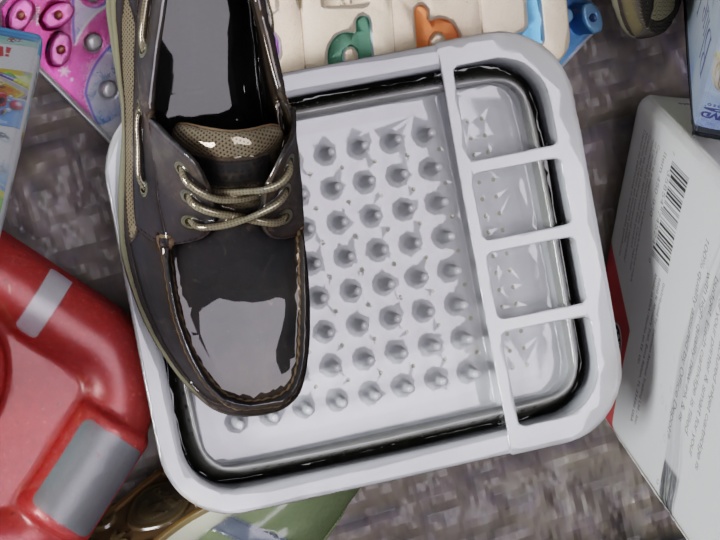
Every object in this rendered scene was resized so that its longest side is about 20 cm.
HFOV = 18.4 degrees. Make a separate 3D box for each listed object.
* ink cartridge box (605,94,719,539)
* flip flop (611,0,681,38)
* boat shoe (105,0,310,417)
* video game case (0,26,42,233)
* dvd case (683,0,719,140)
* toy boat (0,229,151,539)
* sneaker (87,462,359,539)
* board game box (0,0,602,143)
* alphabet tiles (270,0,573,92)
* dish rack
[{"bbox_3d":[0.171,0.030,0.923,0.082,0.200,0.148,3,114,-15],"label":"ink cartridge box"},{"bbox_3d":[0.080,-0.190,0.963,0.057,0.081,0.201,-29,93,33],"label":"flip flop"},{"bbox_3d":[-0.059,-0.041,0.853,0.074,0.073,0.202,-13,92,-11],"label":"boat shoe"},{"bbox_3d":[-0.208,-0.028,0.850,0.142,0.018,0.201,10,51,-5],"label":"video game case"},{"bbox_3d":[0.162,-0.174,0.903,0.017,0.143,0.201,9,128,-2],"label":"dvd case"},{"bbox_3d":[-0.175,0.041,0.884,0.199,0.131,0.131,33,87,-13],"label":"toy boat"},{"bbox_3d":[-0.059,0.130,0.967,0.199,0.067,0.090,-34,121,-16],"label":"sneaker"},{"bbox_3d":[-0.022,-0.109,0.964,0.200,0.026,0.200,-46,105,-5],"label":"board game box"},{"bbox_3d":[-0.005,-0.078,0.951,0.198,0.015,0.198,-8,98,-14],"label":"alphabet tiles"},{"bbox_3d":[0.000,0.000,0.924,0.198,0.044,0.173,-11,93,-13],"label":"dish rack"}]
